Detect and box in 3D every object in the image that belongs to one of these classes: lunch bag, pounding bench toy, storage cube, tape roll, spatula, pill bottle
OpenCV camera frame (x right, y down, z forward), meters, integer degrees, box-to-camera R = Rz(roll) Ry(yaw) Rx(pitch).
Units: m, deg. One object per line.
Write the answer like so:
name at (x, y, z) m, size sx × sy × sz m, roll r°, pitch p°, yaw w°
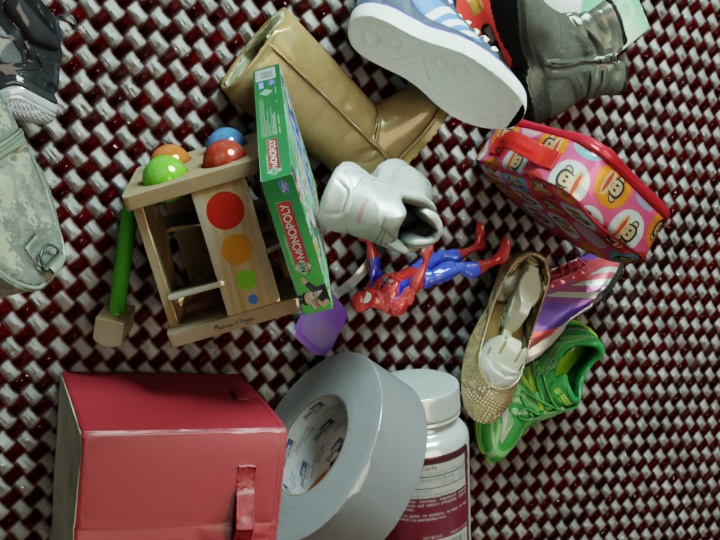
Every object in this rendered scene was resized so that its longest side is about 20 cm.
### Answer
lunch bag at (0.210, -0.093, 1.067) m, size 0.175 × 0.200 × 0.083 m, roll 35°, pitch 89°, yaw -30°
pounding bench toy at (-0.167, -0.030, 0.917) m, size 0.196 × 0.124 × 0.159 m, roll -16°, pitch 108°, yaw -1°
storage cube at (-0.181, 0.197, 0.923) m, size 0.176 × 0.200 × 0.175 m, roll 3°, pitch 100°, yaw -22°
tape roll at (-0.026, 0.185, 0.998) m, size 0.066 × 0.200 × 0.202 m, roll 34°, pitch 84°, yaw -28°
spatula at (0.000, 0.000, 1.075) m, size 0.057 × 0.020 × 0.201 m, roll 44°, pitch 78°, yaw -34°
lunch bag at (-0.342, -0.040, 0.782) m, size 0.197 × 0.140 × 0.170 m, roll -14°, pitch 113°, yaw 23°
pill bottle at (0.063, 0.219, 1.103) m, size 0.112 × 0.114 × 0.205 m, roll -9°, pitch 105°, yaw -26°

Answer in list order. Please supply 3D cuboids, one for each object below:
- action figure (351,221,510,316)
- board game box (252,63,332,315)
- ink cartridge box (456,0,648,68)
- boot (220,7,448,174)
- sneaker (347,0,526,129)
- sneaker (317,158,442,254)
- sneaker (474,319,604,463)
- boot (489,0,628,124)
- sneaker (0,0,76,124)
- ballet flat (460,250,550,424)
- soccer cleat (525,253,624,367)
action figure at (0.069, -0.020, 1.066) m, size 0.198 × 0.065 × 0.101 m, roll -27°, pitch 128°, yaw -29°
board game box at (-0.061, -0.076, 0.892) m, size 0.029 × 0.202 × 0.136 m, roll -13°, pitch 126°, yaw 2°
ink cartridge box at (0.213, -0.285, 1.114) m, size 0.199 × 0.050 × 0.162 m, roll -39°, pitch 116°, yaw -18°
boot at (-0.012, -0.185, 1.005) m, size 0.199 × 0.066 × 0.177 m, roll 39°, pitch 81°, yaw -28°
sneaker at (0.089, -0.242, 1.004) m, size 0.197 × 0.081 × 0.148 m, roll 27°, pitch 52°, yaw -6°
sneaker at (0.037, -0.051, 0.952) m, size 0.199 × 0.098 × 0.079 m, roll -20°, pitch 135°, yaw -65°
sneaker at (0.207, 0.139, 1.181) m, size 0.201 × 0.083 × 0.074 m, roll -49°, pitch 118°, yaw -10°
boot at (0.215, -0.264, 1.081) m, size 0.129 × 0.068 × 0.203 m, roll -24°, pitch 121°, yaw -9°
sneaker at (-0.331, -0.202, 0.827) m, size 0.198 × 0.075 × 0.116 m, roll 19°, pitch 91°, yaw -36°
ballet flat at (0.159, 0.065, 1.099) m, size 0.069 × 0.065 × 0.204 m, roll 19°, pitch 71°, yaw -8°
soccer cleat at (0.230, 0.025, 1.182) m, size 0.199 × 0.068 × 0.074 m, roll -41°, pitch 104°, yaw -15°
